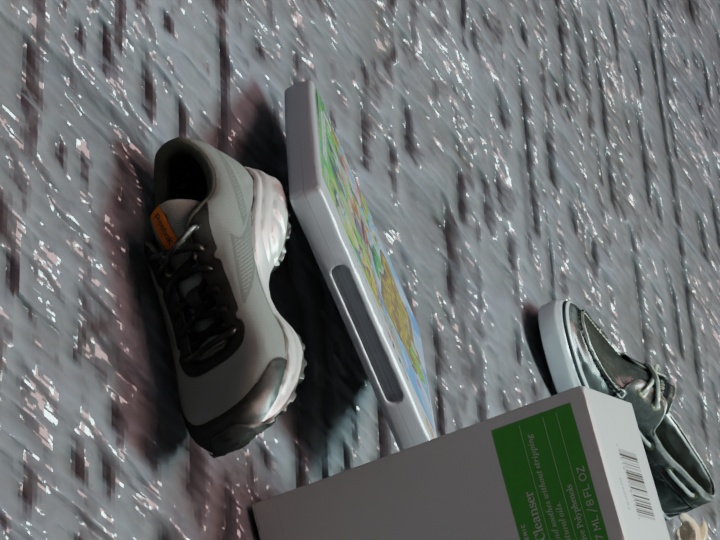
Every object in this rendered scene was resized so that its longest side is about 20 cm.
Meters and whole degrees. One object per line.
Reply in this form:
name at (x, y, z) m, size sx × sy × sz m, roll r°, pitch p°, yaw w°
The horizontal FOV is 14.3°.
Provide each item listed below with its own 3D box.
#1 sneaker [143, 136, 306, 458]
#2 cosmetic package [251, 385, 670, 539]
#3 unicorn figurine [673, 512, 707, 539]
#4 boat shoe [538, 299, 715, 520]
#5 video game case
sneaker at (-0.080, 0.013, 1.501) m, size 0.079 × 0.074 × 0.200 m, roll 38°, pitch 31°, yaw -38°
cosmetic package at (0.056, 0.145, 1.519) m, size 0.085 × 0.200 × 0.108 m, roll 21°, pitch 50°, yaw -64°
unicorn figurine at (0.271, 0.278, 2.111) m, size 0.200 × 0.074 × 0.137 m, roll 40°, pitch 43°, yaw -27°
boat shoe at (0.195, 0.095, 2.068) m, size 0.200 × 0.071 × 0.072 m, roll 57°, pitch 25°, yaw -28°
video game case at (0.000, 0.000, 1.669) m, size 0.200 × 0.022 × 0.182 m, roll -97°, pitch 165°, yaw -69°
